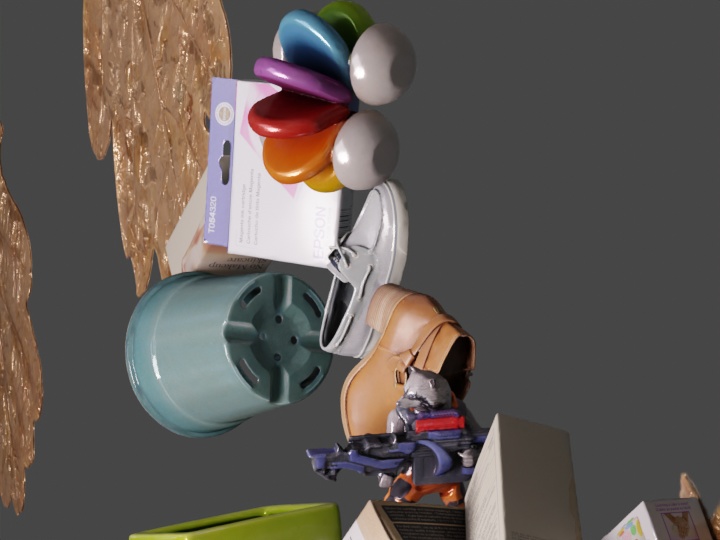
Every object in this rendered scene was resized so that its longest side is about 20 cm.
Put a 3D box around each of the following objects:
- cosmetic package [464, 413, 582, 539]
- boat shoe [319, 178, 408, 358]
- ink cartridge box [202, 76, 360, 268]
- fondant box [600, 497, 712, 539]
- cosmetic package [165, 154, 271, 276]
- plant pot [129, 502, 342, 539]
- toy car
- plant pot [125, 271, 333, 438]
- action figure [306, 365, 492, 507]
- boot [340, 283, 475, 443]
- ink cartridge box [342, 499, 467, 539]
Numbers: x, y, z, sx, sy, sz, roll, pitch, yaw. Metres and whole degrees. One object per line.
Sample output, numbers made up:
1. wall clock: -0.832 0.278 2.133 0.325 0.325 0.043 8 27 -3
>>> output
1. cosmetic package: 0.135 0.224 1.404 0.201 0.072 0.104 -84 10 -59
2. boat shoe: 0.000 0.000 1.764 0.070 0.071 0.203 45 128 56
3. ink cartridge box: -0.099 -0.112 1.885 0.198 0.043 0.199 8 100 26
4. fondant box: 0.238 0.299 1.298 0.145 0.058 0.202 -57 42 49
5. cosmetic package: -0.159 -0.049 2.057 0.200 0.102 0.088 124 138 -51
6. plant pot: -0.133 0.372 1.912 0.199 0.198 0.184 -19 81 62
7. toy car: -0.049 -0.182 1.731 0.174 0.149 0.203 19 101 43
8. plant pot: -0.141 0.088 1.942 0.195 0.198 0.203 -13 79 54
9. action figure: 0.036 0.178 1.572 0.105 0.197 0.196 -114 31 -61
10. boot: 0.050 0.124 1.669 0.154 0.073 0.203 32 121 55
11. ink cartridge box: 0.035 0.305 1.510 0.201 0.163 0.075 -57 43 25
